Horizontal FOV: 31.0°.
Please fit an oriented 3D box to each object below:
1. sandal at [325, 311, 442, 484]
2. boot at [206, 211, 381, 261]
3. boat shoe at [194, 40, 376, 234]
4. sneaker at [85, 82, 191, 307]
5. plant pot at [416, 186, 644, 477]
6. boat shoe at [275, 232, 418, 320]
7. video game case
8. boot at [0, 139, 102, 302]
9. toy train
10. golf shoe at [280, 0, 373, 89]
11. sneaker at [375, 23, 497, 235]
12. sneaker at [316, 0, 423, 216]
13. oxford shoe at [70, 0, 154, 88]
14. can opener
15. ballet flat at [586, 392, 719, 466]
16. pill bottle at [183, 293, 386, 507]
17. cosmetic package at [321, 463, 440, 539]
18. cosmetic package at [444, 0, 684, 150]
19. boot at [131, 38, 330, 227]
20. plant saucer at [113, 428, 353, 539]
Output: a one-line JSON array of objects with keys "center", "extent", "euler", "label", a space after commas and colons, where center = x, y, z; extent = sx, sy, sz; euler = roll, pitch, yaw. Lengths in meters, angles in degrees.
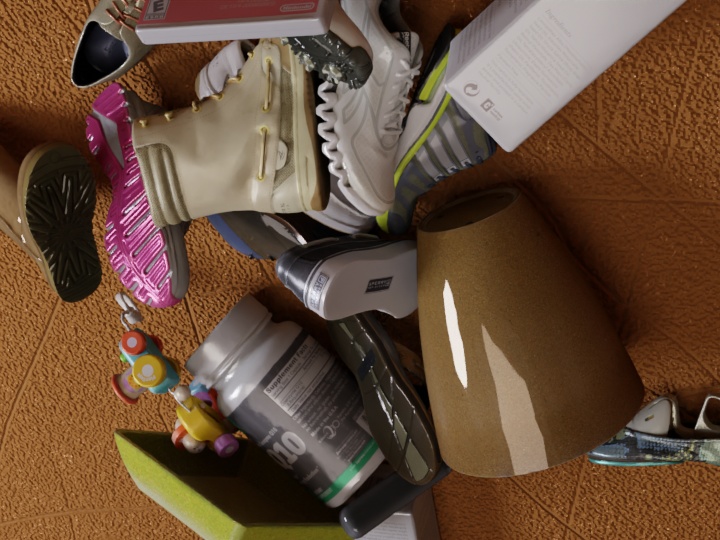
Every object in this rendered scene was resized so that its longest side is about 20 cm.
[{"center": [0.029, 0.099, 1.199], "extent": [0.201, 0.054, 0.082], "euler": [61, 145, 23], "label": "sandal"}, {"center": [-0.062, -0.040, 1.177], "extent": [0.200, 0.075, 0.097], "euler": [42, 149, -18], "label": "boot"}, {"center": [-0.049, -0.113, 1.100], "extent": [0.200, 0.071, 0.069], "euler": [42, 128, -11], "label": "boat shoe"}, {"center": [-0.171, -0.065, 1.123], "extent": [0.081, 0.088, 0.202], "euler": [-26, 69, 42], "label": "sneaker"}, {"center": [0.123, 0.039, 1.099], "extent": [0.185, 0.186, 0.202], "euler": [-13, 107, 28], "label": "plant pot"}, {"center": [0.000, 0.000, 1.109], "extent": [0.067, 0.199, 0.072], "euler": [30, 111, 27], "label": "boat shoe"}, {"center": [-0.071, -0.247, 0.930], "extent": [0.142, 0.202, 0.017], "euler": [0, 148, 20], "label": "video game case"}, {"center": [-0.313, -0.082, 1.161], "extent": [0.200, 0.066, 0.176], "euler": [40, 142, 34], "label": "boot"}, {"center": [-0.183, 0.118, 1.258], "extent": [0.056, 0.150, 0.200], "euler": [-39, 120, 1], "label": "toy train"}, {"center": [-0.044, -0.217, 0.956], "extent": [0.200, 0.088, 0.077], "euler": [48, 170, 27], "label": "golf shoe"}, {"center": [0.068, -0.100, 1.068], "extent": [0.080, 0.074, 0.201], "euler": [23, 132, -2], "label": "sneaker"}, {"center": [0.010, -0.143, 1.008], "extent": [0.080, 0.075, 0.202], "euler": [-6, 93, 22], "label": "sneaker"}, {"center": [-0.176, -0.220, 1.064], "extent": [0.071, 0.074, 0.200], "euler": [35, 129, -8], "label": "oxford shoe"}, {"center": [0.059, 0.177, 1.227], "extent": [0.067, 0.199, 0.053], "euler": [49, 168, 10], "label": "can opener"}, {"center": [0.301, 0.143, 1.175], "extent": [0.198, 0.074, 0.075], "euler": [0, 125, 18], "label": "ballet flat"}, {"center": [-0.066, 0.122, 1.248], "extent": [0.200, 0.113, 0.113], "euler": [42, 129, -2], "label": "pill bottle"}, {"center": [0.030, 0.301, 1.378], "extent": [0.100, 0.071, 0.202], "euler": [3, 126, 19], "label": "cosmetic package"}, {"center": [0.155, -0.188, 0.914], "extent": [0.071, 0.102, 0.200], "euler": [42, 115, -15], "label": "cosmetic package"}, {"center": [-0.109, -0.139, 1.037], "extent": [0.154, 0.073, 0.202], "euler": [-7, 90, 9], "label": "boot"}, {"center": [-0.118, 0.221, 1.259], "extent": [0.199, 0.199, 0.048], "euler": [27, 99, 39], "label": "plant saucer"}]
